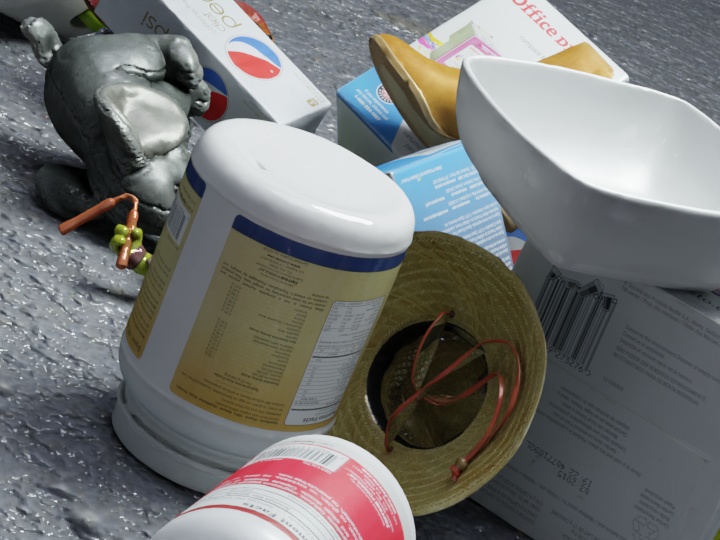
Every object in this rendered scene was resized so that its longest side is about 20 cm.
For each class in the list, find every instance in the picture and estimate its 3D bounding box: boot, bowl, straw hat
[{"bbox_3d":[0.115,-0.138,1.648,0.201,0.144,0.071,50,-12,15],"label":"boot"},{"bbox_3d":[0.161,-0.055,1.364,0.199,0.075,0.200,9,25,-28],"label":"bowl"},{"bbox_3d":[0.053,0.079,1.371,0.085,0.202,0.201,28,11,-49],"label":"straw hat"}]

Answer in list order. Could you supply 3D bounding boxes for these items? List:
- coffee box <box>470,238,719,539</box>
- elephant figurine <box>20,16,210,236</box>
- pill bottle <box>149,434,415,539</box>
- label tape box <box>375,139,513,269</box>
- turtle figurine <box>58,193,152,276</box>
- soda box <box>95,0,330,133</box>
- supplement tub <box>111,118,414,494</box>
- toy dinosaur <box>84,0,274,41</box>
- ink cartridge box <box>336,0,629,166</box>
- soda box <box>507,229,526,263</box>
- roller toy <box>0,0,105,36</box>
[{"bbox_3d":[0.201,0.081,1.456,0.199,0.201,0.197,32,23,22],"label":"coffee box"},{"bbox_3d":[-0.171,-0.086,1.595,0.154,0.142,0.201,-6,40,1],"label":"elephant figurine"},{"bbox_3d":[-0.053,0.165,1.107,0.112,0.113,0.200,28,21,13],"label":"pill bottle"},{"bbox_3d":[0.056,0.016,1.555,0.066,0.202,0.143,-8,9,33],"label":"label tape box"},{"bbox_3d":[-0.104,0.004,1.489,0.198,0.065,0.162,-5,41,-16],"label":"turtle figurine"},{"bbox_3d":[-0.120,-0.172,1.724,0.200,0.064,0.068,47,41,15],"label":"soda box"},{"bbox_3d":[-0.064,0.025,1.311,0.143,0.201,0.145,20,21,-8],"label":"supplement tub"},{"bbox_3d":[-0.151,-0.202,1.855,0.181,0.201,0.105,-37,67,-27],"label":"toy dinosaur"},{"bbox_3d":[0.100,-0.129,1.741,0.199,0.085,0.145,-33,61,-20],"label":"ink cartridge box"},{"bbox_3d":[0.124,-0.030,1.775,0.200,0.068,0.064,48,14,29],"label":"soda box"},{"bbox_3d":[-0.278,-0.310,1.893,0.199,0.184,0.140,7,-6,23],"label":"roller toy"}]
